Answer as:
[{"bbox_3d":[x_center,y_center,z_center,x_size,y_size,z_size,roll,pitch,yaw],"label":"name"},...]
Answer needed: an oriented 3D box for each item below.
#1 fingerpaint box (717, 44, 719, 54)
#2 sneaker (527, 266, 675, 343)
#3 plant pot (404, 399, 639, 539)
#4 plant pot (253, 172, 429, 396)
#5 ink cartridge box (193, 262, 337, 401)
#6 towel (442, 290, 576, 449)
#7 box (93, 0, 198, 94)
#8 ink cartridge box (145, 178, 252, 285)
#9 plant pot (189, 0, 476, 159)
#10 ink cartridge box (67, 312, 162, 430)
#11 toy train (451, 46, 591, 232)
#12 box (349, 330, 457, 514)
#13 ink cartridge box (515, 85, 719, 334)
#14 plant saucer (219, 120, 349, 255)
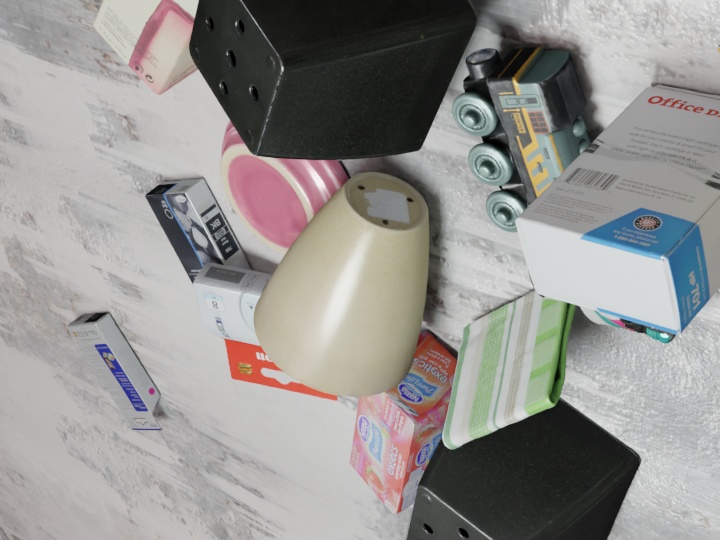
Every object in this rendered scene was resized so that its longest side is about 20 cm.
[{"bbox_3d":[0.388,-0.118,1.162,0.200,0.073,0.167,-1,120,52],"label":"fingerpaint box"},{"bbox_3d":[0.241,0.013,1.424,0.120,0.084,0.200,7,169,35],"label":"sneaker"},{"bbox_3d":[0.160,0.255,1.737,0.199,0.177,0.200,36,145,20],"label":"plant pot"},{"bbox_3d":[0.000,0.000,1.693,0.187,0.187,0.201,38,131,18],"label":"plant pot"},{"bbox_3d":[-0.117,0.090,1.984,0.159,0.047,0.201,10,132,21],"label":"ink cartridge box"},{"bbox_3d":[0.157,0.099,1.625,0.031,0.150,0.200,24,153,-21],"label":"towel"},{"bbox_3d":[-0.176,-0.294,1.621,0.109,0.128,0.200,47,149,2],"label":"box"},{"bbox_3d":[-0.193,-0.022,2.012,0.099,0.039,0.201,-2,123,51],"label":"ink cartridge box"},{"bbox_3d":[-0.041,-0.214,1.432,0.200,0.177,0.200,57,151,21],"label":"plant pot"},{"bbox_3d":[-0.368,0.157,2.417,0.094,0.037,0.201,-6,116,52],"label":"ink cartridge box"},{"bbox_3d":[0.161,-0.114,1.447,0.114,0.085,0.201,2,126,38],"label":"toy train"},{"bbox_3d":[0.059,0.181,1.842,0.095,0.102,0.200,45,150,27],"label":"box"},{"bbox_3d":[0.247,-0.055,1.284,0.146,0.200,0.086,18,138,41],"label":"ink cartridge box"},{"bbox_3d":[-0.091,-0.091,1.803,0.200,0.051,0.201,31,143,27],"label":"plant saucer"}]
